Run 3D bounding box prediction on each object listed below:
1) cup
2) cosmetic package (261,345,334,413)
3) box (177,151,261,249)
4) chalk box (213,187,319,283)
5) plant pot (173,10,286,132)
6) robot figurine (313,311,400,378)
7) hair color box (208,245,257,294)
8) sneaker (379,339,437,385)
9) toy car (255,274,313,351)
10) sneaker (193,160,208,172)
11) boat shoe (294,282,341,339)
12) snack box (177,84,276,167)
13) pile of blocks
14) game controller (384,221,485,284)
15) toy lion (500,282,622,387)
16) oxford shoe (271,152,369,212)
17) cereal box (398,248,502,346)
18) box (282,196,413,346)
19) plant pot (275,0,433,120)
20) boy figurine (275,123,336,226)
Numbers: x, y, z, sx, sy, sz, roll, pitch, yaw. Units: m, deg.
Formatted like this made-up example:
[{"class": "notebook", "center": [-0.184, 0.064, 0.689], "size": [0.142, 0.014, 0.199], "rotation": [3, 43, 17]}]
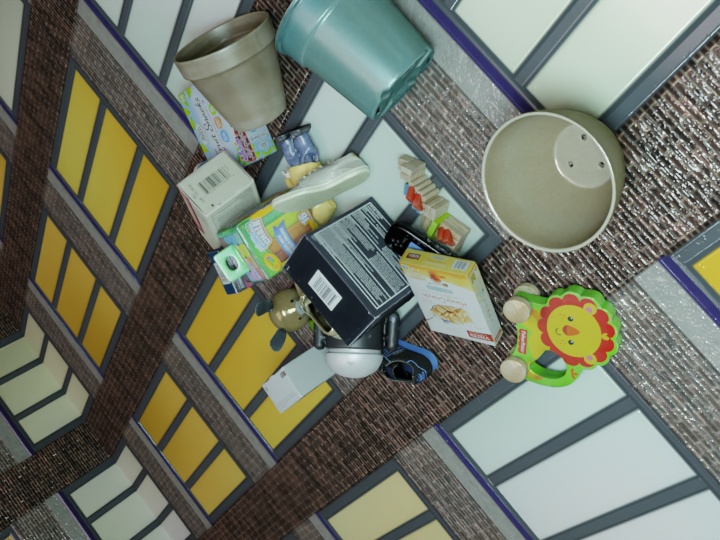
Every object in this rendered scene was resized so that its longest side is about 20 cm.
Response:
[{"class": "cup", "center": [0.295, -0.146, 1.037], "size": [0.199, 0.143, 0.202], "rotation": [24, 129, 33]}, {"class": "cosmetic package", "center": [-0.107, 0.219, 1.603], "size": [0.081, 0.200, 0.113], "rotation": [53, 139, 5]}, {"class": "box", "center": [-0.287, -0.132, 1.547], "size": [0.109, 0.128, 0.200], "rotation": [44, 162, 22]}, {"class": "chalk box", "center": [-0.196, -0.057, 1.447], "size": [0.125, 0.200, 0.124], "rotation": [58, 152, -13]}, {"class": "plant pot", "center": [-0.229, -0.373, 1.397], "size": [0.199, 0.200, 0.174], "rotation": [7, 136, 41]}, {"class": "robot figurine", "center": [-0.010, 0.117, 1.475], "size": [0.150, 0.124, 0.202], "rotation": [-9, 77, 54]}, {"class": "hair color box", "center": [-0.212, -0.037, 1.546], "size": [0.060, 0.199, 0.101], "rotation": [-7, 109, 57]}, {"class": "sneaker", "center": [0.061, 0.185, 1.512], "size": [0.199, 0.078, 0.071], "rotation": [10, 121, 40]}, {"class": "toy car", "center": [-0.134, 0.078, 1.544], "size": [0.157, 0.200, 0.165], "rotation": [-12, 105, 47]}, {"class": "sneaker", "center": [-0.323, -0.160, 1.689], "size": [0.081, 0.076, 0.201], "rotation": [9, 125, 65]}, {"class": "boat shoe", "center": [-0.084, 0.058, 1.423], "size": [0.072, 0.065, 0.200], "rotation": [-56, 49, 22]}, {"class": "snack box", "center": [-0.287, -0.316, 1.554], "size": [0.168, 0.068, 0.201], "rotation": [-12, 105, 47]}, {"class": "pile of blocks", "center": [0.112, -0.110, 1.297], "size": [0.201, 0.062, 0.082], "rotation": [56, 139, 2]}, {"class": "game controller", "center": [0.133, -0.016, 1.301], "size": [0.199, 0.042, 0.104], "rotation": [34, 168, 2]}, {"class": "toy lion", "center": [0.338, 0.114, 1.222], "size": [0.190, 0.069, 0.202], "rotation": [15, 124, 29]}, {"class": "oxford shoe", "center": [-0.079, -0.167, 1.387], "size": [0.075, 0.199, 0.058], "rotation": [50, -164, -73]}, {"class": "cereal box", "center": [0.163, 0.050, 1.297], "size": [0.143, 0.040, 0.201], "rotation": [12, 145, 37]}, {"class": "box", "center": [0.000, 0.000, 1.368], "size": [0.200, 0.198, 0.123], "rotation": [50, 139, 8]}, {"class": "plant pot", "center": [0.001, -0.364, 1.170], "size": [0.196, 0.200, 0.200], "rotation": [44, 137, 2]}, {"class": "boy figurine", "center": [-0.096, -0.188, 1.450], "size": [0.124, 0.064, 0.201], "rotation": [-14, 106, 31]}]
